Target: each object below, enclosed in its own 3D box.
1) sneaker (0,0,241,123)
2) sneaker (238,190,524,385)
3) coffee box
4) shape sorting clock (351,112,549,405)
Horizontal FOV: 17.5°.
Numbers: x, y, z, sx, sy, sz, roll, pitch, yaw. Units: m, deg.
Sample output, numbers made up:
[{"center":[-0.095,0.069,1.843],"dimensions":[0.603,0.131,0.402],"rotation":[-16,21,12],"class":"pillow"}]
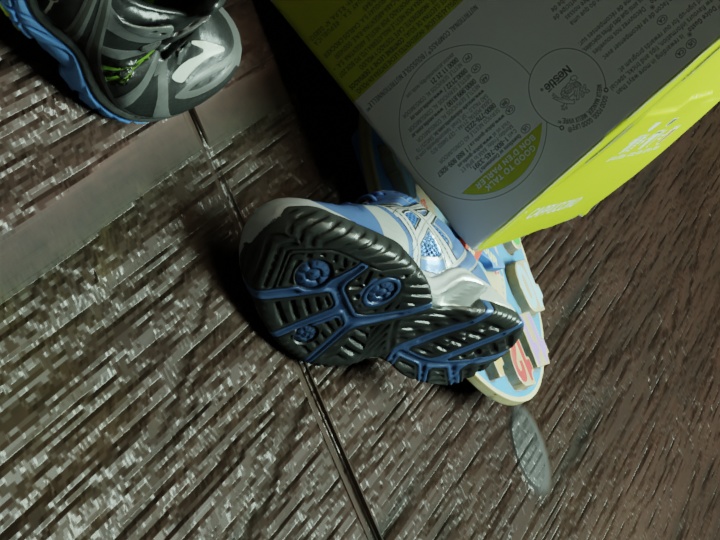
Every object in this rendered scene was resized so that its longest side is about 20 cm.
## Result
[{"center":[-0.085,-0.109,0.959],"dimensions":[0.200,0.083,0.071],"rotation":[41,47,-72],"class":"sneaker"},{"center":[0.000,0.000,1.127],"dimensions":[0.200,0.076,0.077],"rotation":[27,30,-56],"class":"sneaker"},{"center":[0.101,-0.152,1.234],"dimensions":[0.198,0.200,0.200],"rotation":[51,21,8],"class":"coffee box"},{"center":[0.056,-0.020,1.304],"dimensions":[0.200,0.039,0.200],"rotation":[50,29,-42],"class":"shape sorting clock"}]
